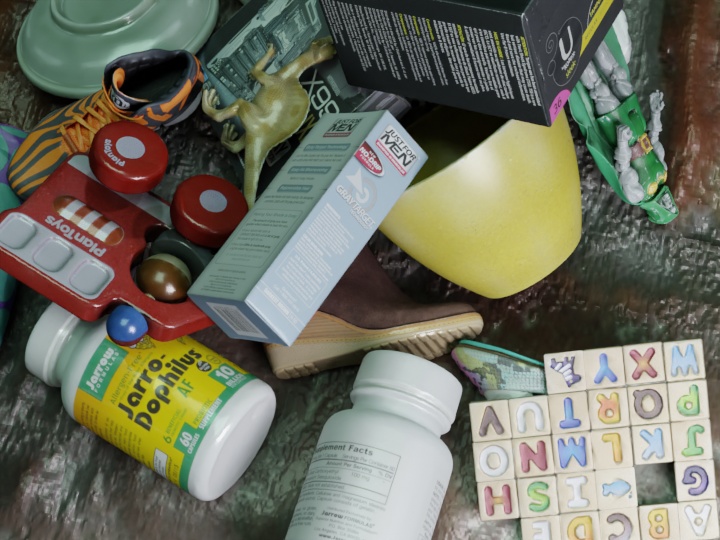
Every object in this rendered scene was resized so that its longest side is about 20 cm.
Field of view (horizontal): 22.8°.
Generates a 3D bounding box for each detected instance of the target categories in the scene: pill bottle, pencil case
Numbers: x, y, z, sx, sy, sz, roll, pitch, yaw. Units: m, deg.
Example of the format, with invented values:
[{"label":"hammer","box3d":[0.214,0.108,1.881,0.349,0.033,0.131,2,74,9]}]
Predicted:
[{"label":"pill bottle","box3d":[-0.181,0.099,1.512,0.199,0.113,0.113,30,71,16]},{"label":"pill bottle","box3d":[0.013,0.174,1.464,0.113,0.115,0.201,15,67,10]},{"label":"pencil case","box3d":[-0.343,-0.029,1.595,0.092,0.085,0.201,7,66,11]}]

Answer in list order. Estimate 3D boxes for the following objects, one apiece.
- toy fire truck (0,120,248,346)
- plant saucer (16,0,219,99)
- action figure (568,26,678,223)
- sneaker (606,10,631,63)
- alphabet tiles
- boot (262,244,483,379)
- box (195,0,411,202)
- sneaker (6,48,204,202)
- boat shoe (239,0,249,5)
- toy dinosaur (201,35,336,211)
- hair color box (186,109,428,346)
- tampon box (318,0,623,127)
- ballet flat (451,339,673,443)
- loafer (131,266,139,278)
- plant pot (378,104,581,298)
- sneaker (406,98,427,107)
[{"label":"toy fire truck","box3d":[-0.193,-0.014,1.483,0.199,0.112,0.168,33,48,4]},{"label":"plant saucer","box3d":[-0.233,-0.245,1.670,0.198,0.050,0.201,-9,47,9]},{"label":"action figure","box3d":[0.232,-0.130,1.576,0.118,0.054,0.201,-41,112,-40]},{"label":"sneaker","box3d":[0.172,-0.248,1.665,0.099,0.078,0.200,-30,58,-13]},{"label":"alphabet tiles","box3d":[0.193,0.149,1.481,0.198,0.008,0.169,-6,93,1]},{"label":"boot","box3d":[0.000,0.000,1.565,0.198,0.072,0.168,-9,68,4]},{"label":"box","box3d":[-0.060,-0.165,1.597,0.157,0.050,0.201,-40,50,15]},{"label":"sneaker","box3d":[-0.226,-0.136,1.547,0.200,0.112,0.078,-37,86,-8]},{"label":"boat shoe","box3d":[-0.056,-0.330,1.730,0.199,0.072,0.062,-37,93,-8]},{"label":"toy dinosaur","box3d":[-0.087,-0.126,1.525,0.101,0.058,0.201,15,78,40]},{"label":"hair color box","box3d":[-0.042,-0.037,1.443,0.099,0.061,0.201,5,54,56]},{"label":"tampon box","box3d":[0.089,-0.227,1.447,0.199,0.127,0.150,16,58,30]},{"label":"ballet flat","box3d":[0.169,0.112,1.513,0.198,0.069,0.072,12,79,7]},{"label":"loafer","box3d":[-0.234,-0.063,1.614,0.071,0.063,0.202,0,66,3]},{"label":"plant pot","box3d":[0.112,-0.063,1.535,0.200,0.200,0.142,-39,106,-13]},{"label":"sneaker","box3d":[0.059,-0.174,1.635,0.129,0.080,0.200,24,59,23]}]
